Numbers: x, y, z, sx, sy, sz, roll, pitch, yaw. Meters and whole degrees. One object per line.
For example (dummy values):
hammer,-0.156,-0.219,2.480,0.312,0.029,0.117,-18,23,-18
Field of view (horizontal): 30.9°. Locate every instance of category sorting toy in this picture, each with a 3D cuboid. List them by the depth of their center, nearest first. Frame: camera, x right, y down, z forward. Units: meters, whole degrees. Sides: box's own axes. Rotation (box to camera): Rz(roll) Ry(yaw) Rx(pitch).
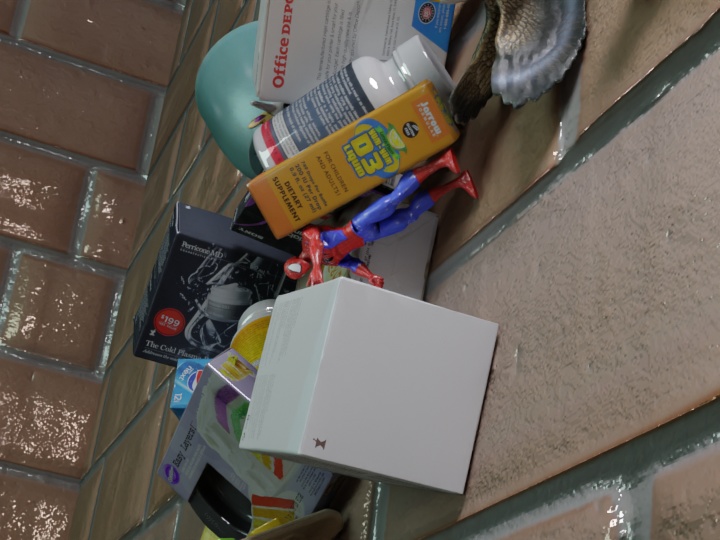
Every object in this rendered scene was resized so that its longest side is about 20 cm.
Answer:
sorting toy,-0.136,0.306,1.315,0.185,0.200,0.037,-51,58,37

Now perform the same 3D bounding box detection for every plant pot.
plant pot,-0.104,-0.203,1.714,0.201,0.200,0.161,-63,33,31

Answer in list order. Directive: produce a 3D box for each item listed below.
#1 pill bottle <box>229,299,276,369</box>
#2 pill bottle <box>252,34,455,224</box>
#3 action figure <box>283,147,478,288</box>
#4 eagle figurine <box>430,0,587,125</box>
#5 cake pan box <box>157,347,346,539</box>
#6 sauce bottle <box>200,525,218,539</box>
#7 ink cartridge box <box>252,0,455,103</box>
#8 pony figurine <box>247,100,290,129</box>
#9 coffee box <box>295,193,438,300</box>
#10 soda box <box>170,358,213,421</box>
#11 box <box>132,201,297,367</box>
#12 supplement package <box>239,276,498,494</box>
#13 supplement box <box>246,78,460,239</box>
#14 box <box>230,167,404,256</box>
pill bottle,-0.095,0.118,1.513,0.200,0.112,0.113,-107,37,-61
pill bottle,0.001,-0.148,1.333,0.200,0.120,0.120,-34,30,13
action figure,0.016,-0.027,1.222,0.200,0.065,0.099,-27,46,16
eagle figurine,0.132,-0.240,1.165,0.152,0.150,0.201,-16,-87,-64
cake pan box,-0.118,0.211,1.399,0.052,0.184,0.200,-30,-23,-48
sauce bottle,-0.154,0.301,1.607,0.066,0.066,0.201,-123,50,-68
ink cartridge box,-0.010,-0.255,1.390,0.084,0.199,0.146,-108,24,-61
pony figurine,-0.038,-0.188,1.532,0.166,0.193,0.200,24,67,38
coffee box,0.000,0.000,1.375,0.200,0.079,0.115,160,125,-68
soda box,-0.173,0.182,1.614,0.200,0.064,0.068,69,-158,-57
box,-0.172,0.037,1.674,0.104,0.199,0.183,-109,38,-64
supplement package,0.002,0.105,1.157,0.200,0.150,0.152,163,122,-70
supplement box,-0.006,-0.107,1.247,0.200,0.067,0.069,-29,5,10
box,-0.054,-0.078,1.505,0.200,0.143,0.036,132,156,-55
